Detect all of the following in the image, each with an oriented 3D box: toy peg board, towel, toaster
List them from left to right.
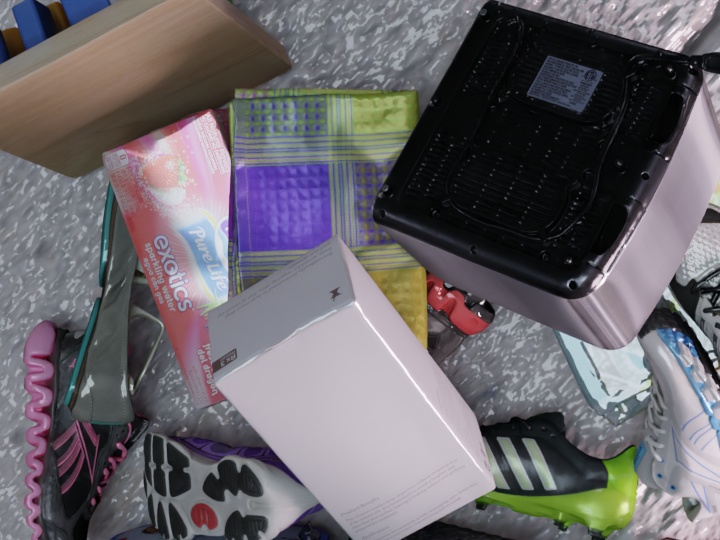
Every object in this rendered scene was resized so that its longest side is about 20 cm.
[{"bbox_3d":[-0.182,-0.168,1.053,0.198,0.199,0.099,-25,76,12],"label":"toy peg board"},{"bbox_3d":[-0.023,-0.027,1.035,0.142,0.023,0.203,0,91,-6],"label":"towel"},{"bbox_3d":[0.137,-0.065,0.978,0.199,0.119,0.182,22,78,33],"label":"toaster"},{"bbox_3d":[0.207,-0.009,1.068,0.170,0.048,0.202,-27,92,10],"label":"towel"}]

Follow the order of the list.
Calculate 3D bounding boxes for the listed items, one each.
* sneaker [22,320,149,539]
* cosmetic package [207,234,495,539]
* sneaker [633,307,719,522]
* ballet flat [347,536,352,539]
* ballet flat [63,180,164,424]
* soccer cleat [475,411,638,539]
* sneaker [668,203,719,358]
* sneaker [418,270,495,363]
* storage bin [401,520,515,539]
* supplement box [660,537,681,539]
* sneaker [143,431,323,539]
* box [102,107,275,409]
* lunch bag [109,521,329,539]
[{"bbox_3d":[-0.212,0.139,1.145,0.094,0.079,0.203,-1,86,-5],"label":"sneaker"},{"bbox_3d":[-0.005,0.088,0.995,0.112,0.081,0.201,-28,123,11],"label":"cosmetic package"},{"bbox_3d":[0.224,0.113,1.030,0.086,0.075,0.201,-25,122,15],"label":"sneaker"},{"bbox_3d":[0.013,0.272,1.133,0.066,0.057,0.203,8,98,9],"label":"ballet flat"},{"bbox_3d":[-0.177,0.019,1.121,0.063,0.067,0.202,11,76,-10],"label":"ballet flat"},{"bbox_3d":[0.111,0.140,1.101,0.198,0.068,0.082,15,76,13],"label":"soccer cleat"},{"bbox_3d":[0.270,0.040,0.996,0.075,0.088,0.201,-35,89,12],"label":"sneaker"},{"bbox_3d":[0.000,0.000,1.093,0.200,0.071,0.098,40,100,2],"label":"sneaker"},{"bbox_3d":[0.036,0.270,1.047,0.093,0.199,0.137,4,99,43],"label":"storage bin"},{"bbox_3d":[0.196,0.272,1.014,0.198,0.131,0.104,-21,94,-27],"label":"supplement box"},{"bbox_3d":[-0.096,0.164,1.105,0.199,0.083,0.082,5,98,49],"label":"sneaker"},{"bbox_3d":[-0.104,-0.012,1.096,0.094,0.103,0.202,-20,92,12],"label":"box"},{"bbox_3d":[-0.116,0.241,1.098,0.198,0.160,0.077,-5,96,15],"label":"lunch bag"}]
